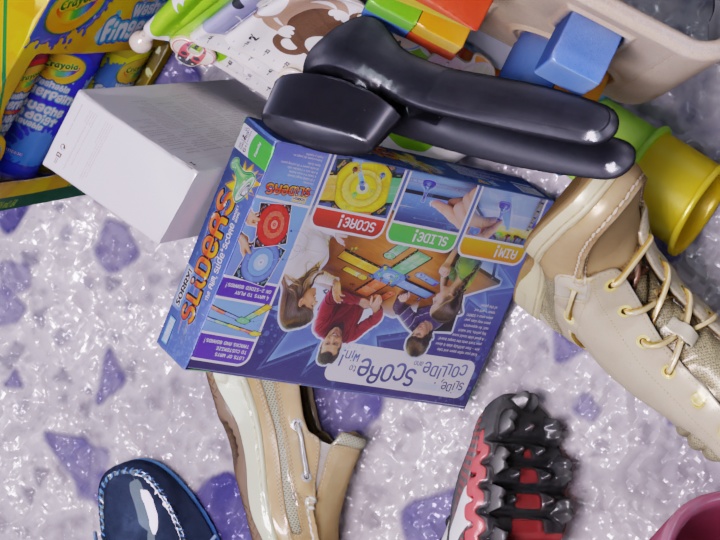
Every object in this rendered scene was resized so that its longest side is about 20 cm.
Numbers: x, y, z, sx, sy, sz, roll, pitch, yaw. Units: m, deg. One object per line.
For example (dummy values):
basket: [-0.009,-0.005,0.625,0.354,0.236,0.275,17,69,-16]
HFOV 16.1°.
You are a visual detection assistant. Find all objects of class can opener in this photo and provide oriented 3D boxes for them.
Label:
can opener: [0.048,-0.077,1.273,0.199,0.063,0.079,14,72,28]

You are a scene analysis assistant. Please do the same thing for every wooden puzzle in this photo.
wooden puzzle: [0.071,-0.122,1.252,0.199,0.185,0.046,22,85,-3]

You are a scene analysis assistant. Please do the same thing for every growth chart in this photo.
growth chart: [-0.016,-0.112,1.392,0.199,0.018,0.145,29,147,-12]

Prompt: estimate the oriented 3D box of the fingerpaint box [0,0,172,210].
fingerpaint box: [-0.182,-0.120,1.435,0.073,0.200,0.167,36,107,13]

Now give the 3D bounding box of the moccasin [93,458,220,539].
moccasin: [-0.110,0.210,1.515,0.080,0.068,0.201,-22,87,22]

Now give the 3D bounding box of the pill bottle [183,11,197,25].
pill bottle: [-0.012,-0.208,1.403,0.199,0.114,0.115,-22,88,23]

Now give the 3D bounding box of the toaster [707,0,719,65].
toaster: [0.270,-0.187,1.290,0.199,0.119,0.182,4,99,21]

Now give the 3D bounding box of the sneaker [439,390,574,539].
sneaker: [0.067,0.169,1.433,0.098,0.071,0.201,-8,74,52]

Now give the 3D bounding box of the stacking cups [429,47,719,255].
stacking cups: [0.109,-0.089,1.399,0.200,0.060,0.061,36,108,16]

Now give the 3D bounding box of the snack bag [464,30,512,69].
snack bag: [0.048,-0.220,1.303,0.188,0.021,0.200,32,122,-9]

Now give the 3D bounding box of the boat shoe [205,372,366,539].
boat shoe: [-0.032,0.113,1.477,0.076,0.072,0.201,-17,91,7]

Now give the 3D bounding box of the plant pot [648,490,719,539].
plant pot: [0.192,0.247,1.343,0.200,0.200,0.179,45,125,11]

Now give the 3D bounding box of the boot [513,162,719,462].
boot: [0.159,0.022,1.329,0.155,0.200,0.073,42,73,11]

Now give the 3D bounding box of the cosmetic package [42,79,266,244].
cosmetic package: [-0.090,-0.062,1.404,0.082,0.200,0.051,32,106,16]

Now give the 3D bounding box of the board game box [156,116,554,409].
board game box: [0.000,0.000,1.383,0.034,0.199,0.136,39,112,47]
